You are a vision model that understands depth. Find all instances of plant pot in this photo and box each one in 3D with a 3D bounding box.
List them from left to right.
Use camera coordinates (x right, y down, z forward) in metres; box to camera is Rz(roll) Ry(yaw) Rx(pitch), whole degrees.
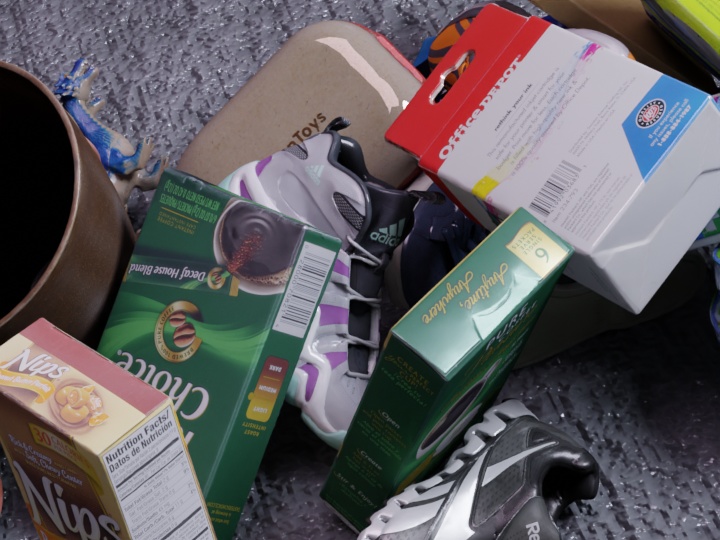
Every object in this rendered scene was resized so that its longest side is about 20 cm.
[{"bbox_3d":[-0.217,-0.010,1.318,0.185,0.200,0.189,-7,70,19],"label":"plant pot"}]

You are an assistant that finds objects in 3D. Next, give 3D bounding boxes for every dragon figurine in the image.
[{"bbox_3d":[-0.199,-0.050,1.476,0.099,0.059,0.202,8,73,24],"label":"dragon figurine"}]

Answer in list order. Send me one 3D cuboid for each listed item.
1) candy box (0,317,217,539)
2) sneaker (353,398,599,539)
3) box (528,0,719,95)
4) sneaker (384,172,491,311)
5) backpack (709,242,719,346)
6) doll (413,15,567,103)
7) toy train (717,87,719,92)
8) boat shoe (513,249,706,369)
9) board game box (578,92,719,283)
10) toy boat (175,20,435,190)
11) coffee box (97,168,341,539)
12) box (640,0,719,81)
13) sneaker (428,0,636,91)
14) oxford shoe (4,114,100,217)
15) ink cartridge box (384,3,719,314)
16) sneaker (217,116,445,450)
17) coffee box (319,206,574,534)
[{"bbox_3d":[-0.133,0.134,1.138,0.055,0.201,0.115,-38,44,-27],"label":"candy box"},{"bbox_3d":[0.064,0.151,1.165,0.090,0.067,0.200,19,47,37],"label":"sneaker"},{"bbox_3d":[0.158,-0.190,1.440,0.021,0.199,0.164,-51,18,21],"label":"box"},{"bbox_3d":[0.093,-0.042,1.377,0.084,0.075,0.200,13,46,35],"label":"sneaker"},{"bbox_3d":[0.290,0.006,1.227,0.162,0.154,0.200,26,68,39],"label":"backpack"},{"bbox_3d":[0.097,-0.143,1.517,0.198,0.049,0.137,-20,39,-8],"label":"doll"},{"bbox_3d":[0.207,-0.068,1.410,0.046,0.034,0.200,15,46,45],"label":"toy train"},{"bbox_3d":[0.116,0.006,1.308,0.198,0.075,0.066,-19,48,-10],"label":"boat shoe"},{"bbox_3d":[0.225,-0.066,1.242,0.199,0.034,0.135,-18,24,28],"label":"board game box"},{"bbox_3d":[-0.033,-0.066,1.414,0.200,0.131,0.131,-44,71,4],"label":"toy boat"},{"bbox_3d":[-0.100,0.053,1.245,0.122,0.044,0.202,23,93,35],"label":"coffee box"},{"bbox_3d":[0.233,-0.166,1.359,0.048,0.200,0.122,-46,74,5],"label":"box"},{"bbox_3d":[0.085,-0.116,1.364,0.112,0.078,0.199,-37,26,-23],"label":"sneaker"},{"bbox_3d":[-0.263,-0.035,1.435,0.200,0.071,0.074,-42,52,10],"label":"oxford shoe"},{"bbox_3d":[0.117,-0.071,1.218,0.116,0.067,0.200,-51,42,-5],"label":"ink cartridge box"},{"bbox_3d":[0.000,0.000,1.272,0.139,0.078,0.201,-30,74,22],"label":"sneaker"},{"bbox_3d":[0.046,0.061,1.177,0.044,0.201,0.123,40,59,12],"label":"coffee box"}]
